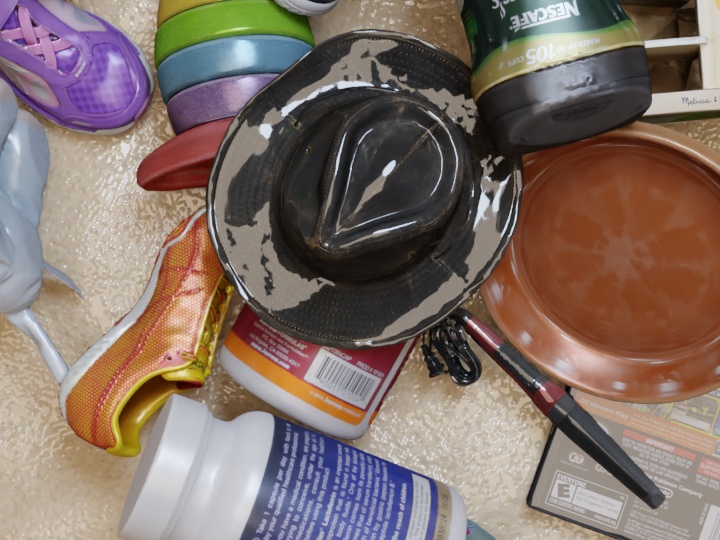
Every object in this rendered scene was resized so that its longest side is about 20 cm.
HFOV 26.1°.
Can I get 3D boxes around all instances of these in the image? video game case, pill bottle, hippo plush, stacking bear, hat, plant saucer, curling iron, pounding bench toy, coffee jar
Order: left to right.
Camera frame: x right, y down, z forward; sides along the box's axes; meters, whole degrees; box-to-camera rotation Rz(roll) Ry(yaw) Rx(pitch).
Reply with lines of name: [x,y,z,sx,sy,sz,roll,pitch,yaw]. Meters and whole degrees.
hippo plush: [-0.292,-0.034,1.016,0.160,0.200,0.160,-10,48,12]
stacking bear: [-0.088,-0.163,1.016,0.121,0.113,0.201,-2,78,-38]
pill bottle: [-0.044,0.157,0.973,0.199,0.116,0.116,23,93,-11]
pill bottle: [0.000,0.000,1.019,0.113,0.113,0.201,30,92,0]
hat: [0.008,-0.046,0.917,0.199,0.081,0.202,0,93,-7]
coffee jar: [0.100,-0.172,0.913,0.104,0.085,0.201,-16,84,-4]
curling iron: [0.123,0.094,1.045,0.200,0.026,0.050,36,115,-1]
plant saucer: [0.170,-0.005,0.992,0.199,0.032,0.201,11,124,17]
pounding bench toy: [0.173,-0.174,1.002,0.199,0.124,0.157,-5,92,1]
video game case: [0.236,0.109,1.062,0.199,0.026,0.182,19,93,2]

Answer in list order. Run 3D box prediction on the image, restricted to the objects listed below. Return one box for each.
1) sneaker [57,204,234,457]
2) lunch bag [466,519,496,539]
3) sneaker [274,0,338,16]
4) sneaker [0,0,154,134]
sneaker: [-0.115,0.035,1.029,0.077,0.073,0.201,32,86,24]
lunch bag: [0.069,0.288,0.998,0.122,0.170,0.201,32,92,-12]
sneaker: [-0.035,-0.270,0.964,0.075,0.115,0.201,-7,70,-38]
sneaker: [-0.228,-0.162,1.028,0.200,0.088,0.081,37,91,-2]
